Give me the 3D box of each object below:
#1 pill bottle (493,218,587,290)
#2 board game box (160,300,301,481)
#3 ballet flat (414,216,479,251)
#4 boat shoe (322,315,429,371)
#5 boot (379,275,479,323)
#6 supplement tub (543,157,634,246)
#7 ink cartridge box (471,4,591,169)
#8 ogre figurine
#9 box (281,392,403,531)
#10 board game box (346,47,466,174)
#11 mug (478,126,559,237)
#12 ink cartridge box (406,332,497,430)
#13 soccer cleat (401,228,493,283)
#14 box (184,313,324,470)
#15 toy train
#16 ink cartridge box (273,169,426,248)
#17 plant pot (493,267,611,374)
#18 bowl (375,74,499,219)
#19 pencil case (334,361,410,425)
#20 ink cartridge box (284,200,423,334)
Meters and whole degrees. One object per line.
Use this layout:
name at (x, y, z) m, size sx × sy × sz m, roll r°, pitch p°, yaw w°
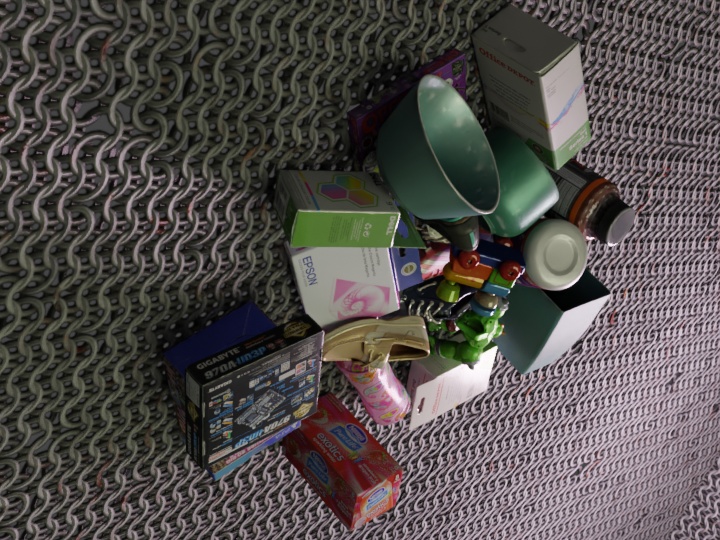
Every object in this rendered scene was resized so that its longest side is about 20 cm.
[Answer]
pill bottle at (0.281, -0.030, 1.788) m, size 0.111 × 0.200 × 0.114 m, roll -1°, pitch 93°, yaw -19°
board game box at (-0.182, 0.174, 1.565) m, size 0.158 × 0.097 × 0.202 m, roll -30°, pitch 140°, yaw -25°
ballet flat at (0.120, -0.074, 1.582) m, size 0.067 × 0.200 × 0.069 m, roll -28°, pitch 115°, yaw -4°
boat shoe at (0.024, 0.118, 1.670) m, size 0.198 × 0.070 × 0.074 m, roll -8°, pitch 152°, yaw -29°
boot at (0.098, 0.054, 1.764) m, size 0.199 × 0.090 × 0.073 m, roll -31°, pitch 141°, yaw -24°
supplement tub at (0.351, -0.119, 1.783) m, size 0.106 × 0.199 × 0.108 m, roll -30°, pitch 141°, yaw -29°
ink cartridge box at (0.252, -0.268, 1.591) m, size 0.084 × 0.145 × 0.201 m, roll -40°, pitch 143°, yaw -13°
ogre figurine at (0.182, 0.082, 1.855) m, size 0.201 × 0.120 × 0.098 m, roll -54°, pitch 144°, yaw 7°
box at (-0.033, 0.305, 1.758) m, size 0.099 × 0.200 × 0.096 m, roll -21°, pitch 138°, yaw -33°
board game box at (0.070, -0.219, 1.542) m, size 0.199 × 0.032 × 0.121 m, roll -34°, pitch 138°, yaw -21°
mug at (0.219, -0.119, 1.685) m, size 0.114 × 0.152 × 0.185 m, roll -41°, pitch 144°, yaw -6°
ink cartridge box at (0.148, 0.195, 1.966) m, size 0.198 × 0.067 × 0.118 m, roll -22°, pitch 137°, yaw -34°
soccer cleat at (0.138, -0.022, 1.744) m, size 0.199 × 0.066 × 0.077 m, roll -35°, pitch 106°, yaw -27°
box at (-0.143, 0.163, 1.475) m, size 0.198 × 0.046 × 0.161 m, roll -24°, pitch 137°, yaw -32°
toy train at (0.145, -0.003, 1.684) m, size 0.197 × 0.085 × 0.117 m, roll 15°, pitch 120°, yaw -13°
ink cartridge box at (-0.010, -0.083, 1.459) m, size 0.197 × 0.104 × 0.060 m, roll 0°, pitch 126°, yaw -21°
plant pot at (0.335, 0.086, 2.014) m, size 0.140 × 0.141 × 0.202 m, roll -16°, pitch 140°, yaw -38°
bowl at (0.094, -0.151, 1.471) m, size 0.104 × 0.203 × 0.200 m, roll -24°, pitch 156°, yaw 30°
pencil case at (0.023, 0.180, 1.806) m, size 0.087 × 0.087 × 0.201 m, roll -41°, pitch 143°, yaw -11°
ink cartridge box at (0.000, 0.000, 1.606) m, size 0.198 × 0.044 × 0.198 m, roll -20°, pitch 138°, yaw -6°
